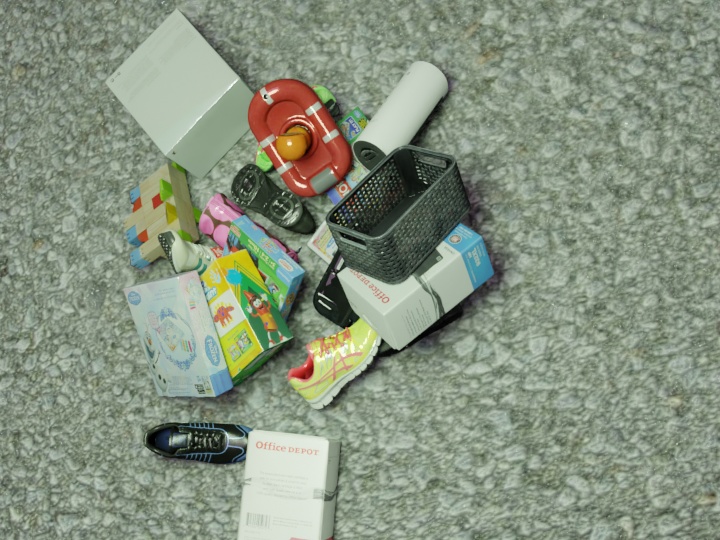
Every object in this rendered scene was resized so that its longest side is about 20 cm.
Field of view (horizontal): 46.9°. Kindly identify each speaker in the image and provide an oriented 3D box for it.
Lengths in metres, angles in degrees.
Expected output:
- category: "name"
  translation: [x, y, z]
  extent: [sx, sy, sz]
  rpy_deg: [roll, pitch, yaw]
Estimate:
- category: "speaker"
  translation: [0.068, -0.257, 1.397]
  extent: [0.080, 0.082, 0.201]
  rpy_deg: [26, 64, 18]

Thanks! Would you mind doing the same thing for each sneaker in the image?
- category: "sneaker"
  translation: [-0.112, -0.238, 1.481]
  extent: [0.199, 0.083, 0.078]
  rpy_deg: [-39, 47, 24]
- category: "sneaker"
  translation: [-0.276, 0.296, 1.420]
  extent: [0.195, 0.078, 0.072]
  rpy_deg: [-4, 78, 15]
- category: "sneaker"
  translation: [-0.281, -0.025, 1.429]
  extent: [0.092, 0.201, 0.071]
  rpy_deg: [-29, 63, -11]
- category: "sneaker"
  translation: [0.093, 0.056, 1.378]
  extent: [0.197, 0.060, 0.106]
  rpy_deg: [-28, 72, 5]
- category: "sneaker"
  translation: [-0.043, 0.136, 1.357]
  extent: [0.090, 0.078, 0.201]
  rpy_deg: [36, 103, -23]
- category: "sneaker"
  translation: [-0.156, -0.117, 1.471]
  extent: [0.076, 0.091, 0.199]
  rpy_deg: [-51, 54, 1]

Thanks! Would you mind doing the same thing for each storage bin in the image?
- category: "storage bin"
  translation: [0.059, -0.089, 1.278]
  extent: [0.134, 0.095, 0.200]
  rpy_deg: [21, 56, 44]

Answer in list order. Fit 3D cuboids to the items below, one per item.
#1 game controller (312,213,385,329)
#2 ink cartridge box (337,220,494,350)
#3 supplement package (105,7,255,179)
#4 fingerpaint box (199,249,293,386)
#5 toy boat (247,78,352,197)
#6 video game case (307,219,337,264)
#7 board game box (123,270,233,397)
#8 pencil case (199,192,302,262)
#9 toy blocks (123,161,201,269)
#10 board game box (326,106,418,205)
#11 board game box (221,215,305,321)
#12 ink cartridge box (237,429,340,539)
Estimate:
- category: "game controller"
  translation: [0.000, 0.000, 1.389]
  extent: [0.103, 0.042, 0.203]
  rpy_deg: [31, 99, 12]
- category: "ink cartridge box"
  translation: [0.085, 0.006, 1.297]
  extent: [0.199, 0.085, 0.145]
  rpy_deg: [-37, 40, -13]
- category: "supplement package"
  translation: [-0.314, -0.319, 1.518]
  extent: [0.191, 0.147, 0.200]
  rpy_deg: [-44, 71, 3]
- category: "fingerpaint box"
  translation: [-0.220, 0.090, 1.387]
  extent: [0.200, 0.073, 0.169]
  rpy_deg: [-42, 75, 44]
- category: "toy boat"
  translation: [-0.106, -0.216, 1.367]
  extent: [0.129, 0.131, 0.202]
  rpy_deg: [-32, 99, 14]
- category: "video game case"
  translation: [0.032, -0.069, 1.436]
  extent: [0.181, 0.024, 0.201]
  rpy_deg: [39, 92, 20]
- category: "board game box"
  translation: [-0.310, 0.111, 1.397]
  extent: [0.198, 0.043, 0.203]
  rpy_deg: [-8, 101, 48]
- category: "pencil case"
  translation: [-0.199, -0.056, 1.461]
  extent: [0.198, 0.094, 0.091]
  rpy_deg: [35, 79, 19]
- category: "toy blocks"
  translation: [-0.374, -0.093, 1.521]
  extent: [0.135, 0.099, 0.203]
  rpy_deg: [-31, 58, 21]
- category: "board game box"
  translation: [-0.001, -0.167, 1.438]
  extent: [0.134, 0.029, 0.202]
  rpy_deg: [-37, 68, 6]
- category: "board game box"
  translation: [-0.181, 0.032, 1.409]
  extent: [0.151, 0.036, 0.202]
  rpy_deg: [41, 132, 20]
- category: "ink cartridge box"
  translation: [-0.114, 0.370, 1.357]
  extent: [0.143, 0.083, 0.205]
  rpy_deg: [3, 80, 16]
